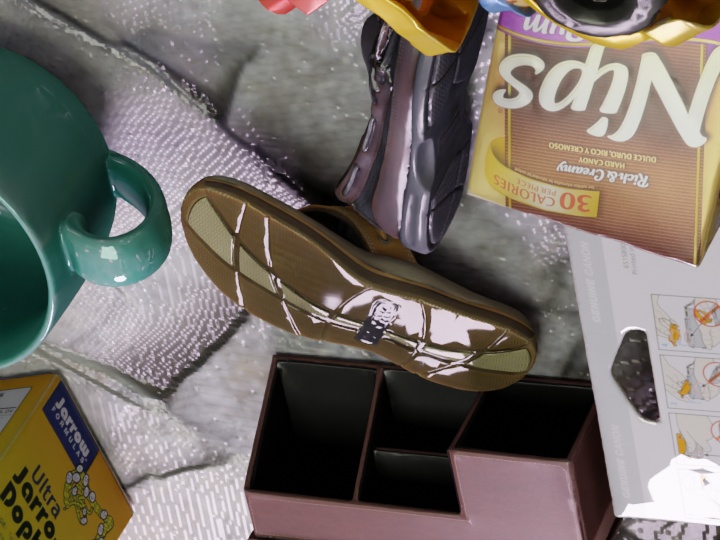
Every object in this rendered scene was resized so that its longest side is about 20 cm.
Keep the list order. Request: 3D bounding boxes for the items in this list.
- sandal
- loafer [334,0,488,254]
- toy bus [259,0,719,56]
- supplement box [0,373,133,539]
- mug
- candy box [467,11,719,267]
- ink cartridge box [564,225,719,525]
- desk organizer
[{"bbox_3d":[0.000,0.000,1.510,0.199,0.054,0.080,22,142,-12],"label":"sandal"},{"bbox_3d":[0.019,-0.092,1.406,0.063,0.072,0.201,21,137,16],"label":"loafer"},{"bbox_3d":[0.034,-0.154,1.215,0.200,0.136,0.192,35,137,-20],"label":"toy bus"},{"bbox_3d":[-0.230,0.164,1.657,0.108,0.200,0.110,-6,125,31],"label":"supplement box"},{"bbox_3d":[-0.189,-0.033,1.529,0.184,0.115,0.152,31,134,-1],"label":"mug"},{"bbox_3d":[0.123,-0.112,1.319,0.116,0.057,0.201,17,124,13],"label":"candy box"},{"bbox_3d":[0.199,0.045,1.446,0.173,0.044,0.201,6,129,24],"label":"ink cartridge box"},{"bbox_3d":[0.036,0.101,1.560,0.199,0.072,0.077,4,127,24],"label":"desk organizer"}]
